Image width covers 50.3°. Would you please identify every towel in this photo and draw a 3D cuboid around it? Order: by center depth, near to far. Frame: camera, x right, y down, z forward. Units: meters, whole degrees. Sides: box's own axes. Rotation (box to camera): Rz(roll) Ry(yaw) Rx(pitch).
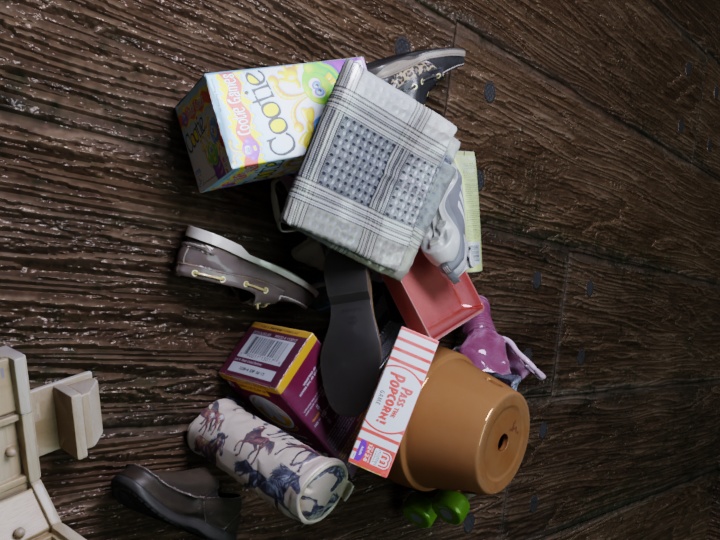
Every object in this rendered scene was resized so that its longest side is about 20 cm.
[{"bbox_3d":[0.022,-0.104,0.863,0.199,0.034,0.194,25,87,-39],"label":"towel"}]

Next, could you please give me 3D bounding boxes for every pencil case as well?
[{"bbox_3d":[-0.105,0.215,0.881,0.089,0.199,0.078,0,107,-53],"label":"pencil case"}]

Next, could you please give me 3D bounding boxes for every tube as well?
[{"bbox_3d":[0.174,-0.098,1.275,0.051,0.058,0.202,-3,96,-6],"label":"tube"}]

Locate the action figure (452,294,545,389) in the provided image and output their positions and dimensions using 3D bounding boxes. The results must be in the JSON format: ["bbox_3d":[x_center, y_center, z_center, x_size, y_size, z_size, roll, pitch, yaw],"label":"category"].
[{"bbox_3d":[0.195,0.097,1.247,0.134,0.148,0.201,45,30,-52],"label":"action figure"}]

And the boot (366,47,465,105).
[{"bbox_3d":[0.085,-0.243,1.128,0.199,0.073,0.152,-26,113,-40],"label":"boot"}]

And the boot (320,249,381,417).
[{"bbox_3d":[-0.007,0.074,0.928,0.075,0.073,0.202,33,56,-78],"label":"boot"}]

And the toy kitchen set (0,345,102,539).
[{"bbox_3d":[-0.271,0.181,0.700,0.163,0.180,0.202,-18,113,-47],"label":"toy kitchen set"}]

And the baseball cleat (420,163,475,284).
[{"bbox_3d":[0.117,-0.063,1.056,0.107,0.069,0.201,56,31,-35],"label":"baseball cleat"}]

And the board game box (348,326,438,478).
[{"bbox_3d":[0.035,0.156,0.885,0.200,0.046,0.152,84,28,-78],"label":"board game box"}]

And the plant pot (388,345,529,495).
[{"bbox_3d":[0.135,0.213,1.037,0.199,0.139,0.202,-15,110,-47],"label":"plant pot"}]

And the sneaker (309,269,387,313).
[{"bbox_3d":[0.000,0.000,1.081,0.199,0.076,0.077,-20,73,-37],"label":"sneaker"}]

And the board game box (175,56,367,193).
[{"bbox_3d":[-0.088,-0.166,0.868,0.199,0.105,0.104,-16,90,-32],"label":"board game box"}]

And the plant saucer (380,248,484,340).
[{"bbox_3d":[0.076,-0.010,1.030,0.200,0.037,0.201,-19,81,-60],"label":"plant saucer"}]

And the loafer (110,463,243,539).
[{"bbox_3d":[-0.205,0.256,0.879,0.200,0.073,0.072,51,53,-49],"label":"loafer"}]

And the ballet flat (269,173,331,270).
[{"bbox_3d":[-0.069,-0.058,0.980,0.071,0.069,0.201,-32,106,-18],"label":"ballet flat"}]

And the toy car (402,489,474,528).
[{"bbox_3d":[0.101,0.271,1.208,0.200,0.158,0.164,47,53,-8],"label":"toy car"}]

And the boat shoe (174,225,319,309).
[{"bbox_3d":[-0.133,0.011,0.919,0.200,0.072,0.060,29,80,-43],"label":"boat shoe"}]

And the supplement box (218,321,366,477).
[{"bbox_3d":[-0.072,0.165,0.979,0.086,0.110,0.200,-56,132,-27],"label":"supplement box"}]

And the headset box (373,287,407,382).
[{"bbox_3d":[0.034,0.148,1.089,0.149,0.075,0.201,-51,149,-28],"label":"headset box"}]
